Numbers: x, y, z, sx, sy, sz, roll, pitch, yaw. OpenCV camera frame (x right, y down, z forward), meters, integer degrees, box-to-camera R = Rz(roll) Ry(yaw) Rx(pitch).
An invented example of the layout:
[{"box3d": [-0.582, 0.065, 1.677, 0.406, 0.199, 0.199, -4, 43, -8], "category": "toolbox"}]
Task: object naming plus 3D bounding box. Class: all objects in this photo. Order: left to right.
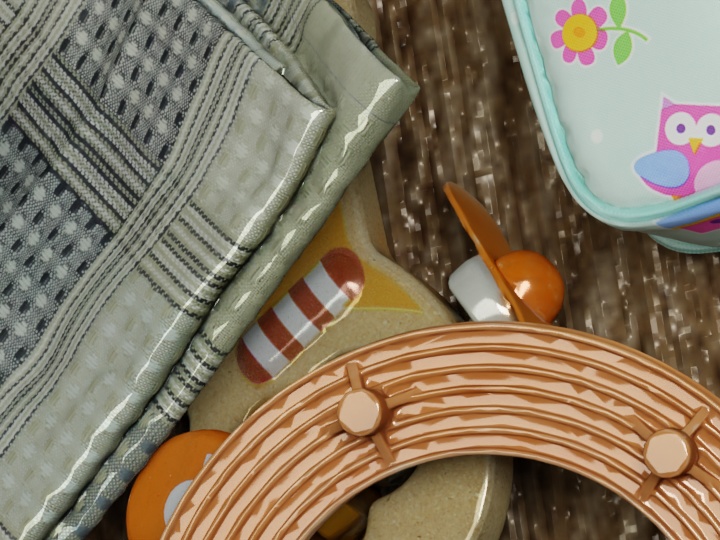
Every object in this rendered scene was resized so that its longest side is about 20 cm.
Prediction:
[{"box3d": [-0.086, -0.027, 0.825, 0.200, 0.034, 0.193, -52, 39, 10], "category": "towel"}, {"box3d": [0.000, 0.000, 0.800, 0.132, 0.079, 0.201, -18, 69, 25], "category": "toy helicopter"}, {"box3d": [0.032, 0.113, 0.723, 0.200, 0.019, 0.201, -1, 86, 15], "category": "ring"}, {"box3d": [0.106, -0.113, 0.758, 0.160, 0.077, 0.201, -21, 73, 28], "category": "lunch bag"}]
